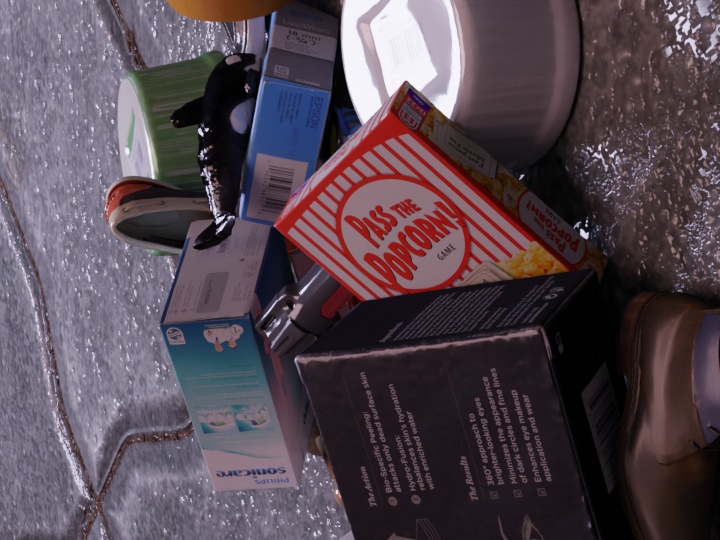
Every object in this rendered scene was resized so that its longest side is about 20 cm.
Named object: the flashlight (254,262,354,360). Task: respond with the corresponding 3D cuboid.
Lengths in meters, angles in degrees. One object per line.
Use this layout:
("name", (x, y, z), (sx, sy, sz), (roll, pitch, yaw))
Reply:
("flashlight", (0.000, 0.000, 1.364), (0.068, 0.068, 0.200), (54, 127, 18))

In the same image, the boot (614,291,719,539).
("boot", (0.222, 0.114, 1.134), (0.097, 0.074, 0.203), (-4, 93, 62))

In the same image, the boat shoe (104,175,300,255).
("boat shoe", (-0.138, -0.041, 1.573), (0.063, 0.198, 0.072), (-113, 37, -60))

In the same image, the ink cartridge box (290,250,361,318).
("ink cartridge box", (-0.013, 0.073, 1.482), (0.176, 0.044, 0.202), (90, 163, -77))

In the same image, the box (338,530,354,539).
("box", (0.021, 0.333, 1.382), (0.199, 0.198, 0.173), (8, 124, 57))

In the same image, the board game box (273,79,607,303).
("board game box", (0.058, -0.021, 1.256), (0.199, 0.046, 0.151), (40, 130, -10))

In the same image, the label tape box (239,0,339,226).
("label tape box", (-0.061, -0.153, 1.523), (0.201, 0.062, 0.145), (-86, 8, -55))

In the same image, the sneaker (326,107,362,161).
("sneaker", (0.017, -0.097, 1.438), (0.200, 0.077, 0.067), (-135, 47, -73))

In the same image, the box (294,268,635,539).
("box", (0.086, 0.119, 1.213), (0.198, 0.117, 0.199), (-8, 107, 30))

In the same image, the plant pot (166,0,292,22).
("plant pot", (-0.120, -0.326, 1.482), (0.200, 0.198, 0.185), (42, 145, 46))

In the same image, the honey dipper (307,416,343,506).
("honey dipper", (-0.028, 0.168, 1.539), (0.200, 0.037, 0.038), (-126, 32, -74))

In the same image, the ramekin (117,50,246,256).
("ramekin", (-0.174, -0.109, 1.674), (0.200, 0.097, 0.203), (171, 90, -73))

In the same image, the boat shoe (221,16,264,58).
("boat shoe", (-0.140, -0.289, 1.618), (0.074, 0.067, 0.202), (134, 124, -68))

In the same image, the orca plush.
("orca plush", (-0.133, -0.113, 1.493), (0.105, 0.070, 0.202), (110, 168, -67))

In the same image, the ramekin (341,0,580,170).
("ramekin", (0.068, -0.170, 1.288), (0.200, 0.097, 0.203), (26, 121, 54))

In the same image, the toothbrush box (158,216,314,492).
("toothbrush box", (-0.101, 0.074, 1.519), (0.147, 0.084, 0.202), (-79, -20, -50))
